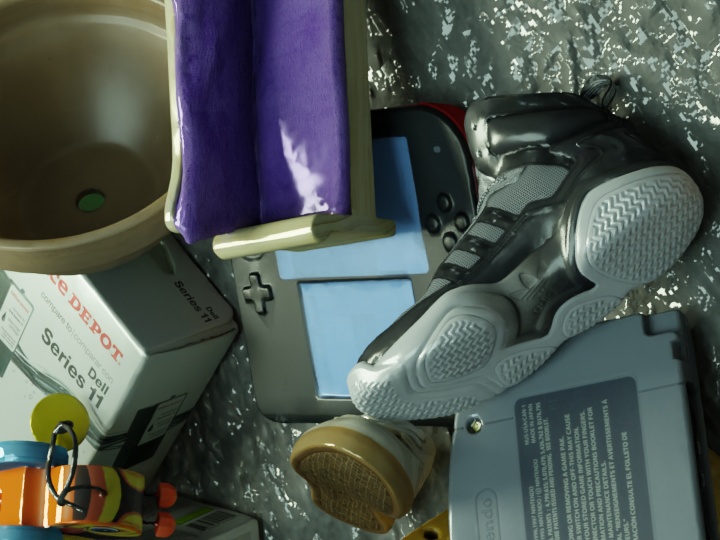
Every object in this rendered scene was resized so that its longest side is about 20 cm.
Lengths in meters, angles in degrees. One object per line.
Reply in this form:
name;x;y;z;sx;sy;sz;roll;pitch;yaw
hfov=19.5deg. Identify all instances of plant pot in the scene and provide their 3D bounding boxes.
plant pot;-0.167;-0.066;1.228;0.201;0.200;0.093;39;156;28

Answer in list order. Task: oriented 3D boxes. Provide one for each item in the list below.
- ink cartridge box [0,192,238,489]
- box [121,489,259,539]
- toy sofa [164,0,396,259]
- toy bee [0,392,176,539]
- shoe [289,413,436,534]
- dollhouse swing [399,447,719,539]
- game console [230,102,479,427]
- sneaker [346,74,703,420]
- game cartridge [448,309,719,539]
ink cartridge box;-0.181;0.059;1.336;0.147;0.083;0.201;48;129;22
box;-0.128;0.258;1.326;0.101;0.112;0.202;8;109;42
toy sofa;-0.045;-0.110;1.117;0.082;0.097;0.202;-8;82;44
toy bee;-0.168;0.145;1.230;0.200;0.108;0.132;15;92;59
shoe;0.003;0.099;1.127;0.069;0.054;0.200;27;167;4
dollhouse swing;0.095;0.182;1.067;0.200;0.181;0.177;40;137;28
game console;0.000;0.000;1.176;0.199;0.031;0.179;-2;96;45
sneaker;0.067;-0.014;1.051;0.199;0.075;0.114;-35;54;10
game cartridge;0.110;0.127;1.037;0.132;0.041;0.202;-15;66;26
